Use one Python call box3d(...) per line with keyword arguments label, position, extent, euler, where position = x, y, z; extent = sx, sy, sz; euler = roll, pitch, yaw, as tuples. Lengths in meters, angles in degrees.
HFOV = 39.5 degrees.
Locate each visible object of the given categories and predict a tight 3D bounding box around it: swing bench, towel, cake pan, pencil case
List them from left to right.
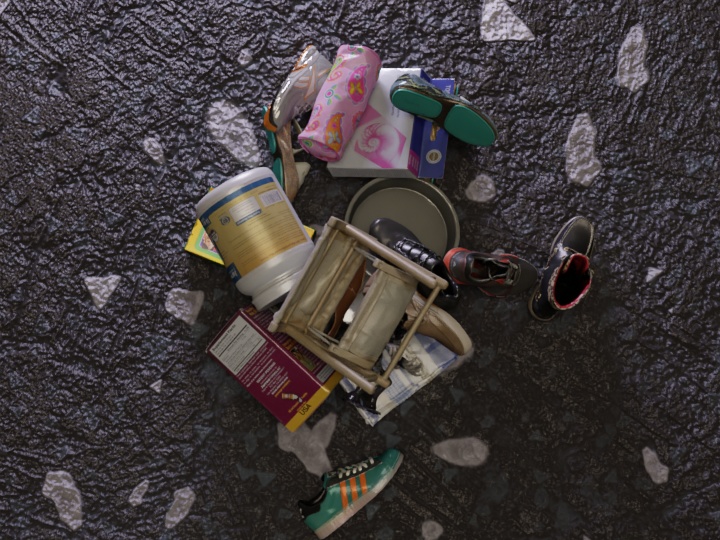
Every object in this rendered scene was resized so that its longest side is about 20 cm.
box3d(label="pencil case", position=(-0.034, -0.285, 1.694), extent=(0.087, 0.087, 0.201), euler=(23, 77, 0))
box3d(label="swing bench", position=(-0.004, 0.052, 1.552), extent=(0.200, 0.130, 0.199), euler=(32, 95, 12))
box3d(label="towel", position=(0.052, 0.154, 1.741), extent=(0.200, 0.024, 0.147), euler=(-36, 85, -8))
box3d(label="cake pan", position=(0.069, -0.065, 1.717), extent=(0.199, 0.037, 0.201), euler=(2, 76, -7))

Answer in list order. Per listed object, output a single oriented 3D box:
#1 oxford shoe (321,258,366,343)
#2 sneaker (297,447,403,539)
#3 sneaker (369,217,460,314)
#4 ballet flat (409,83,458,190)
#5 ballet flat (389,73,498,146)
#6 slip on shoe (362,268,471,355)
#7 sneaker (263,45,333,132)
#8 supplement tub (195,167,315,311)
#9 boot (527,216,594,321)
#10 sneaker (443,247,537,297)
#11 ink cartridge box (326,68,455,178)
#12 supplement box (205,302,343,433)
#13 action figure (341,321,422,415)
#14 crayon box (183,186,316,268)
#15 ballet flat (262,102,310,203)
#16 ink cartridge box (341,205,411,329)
box3d(label="oxford shoe", position=(-0.038, 0.034, 1.650), extent=(0.071, 0.071, 0.201), euler=(18, 95, 3))
box3d(label="sneaker", position=(-0.019, 0.359, 1.692), extent=(0.200, 0.071, 0.080), euler=(-41, 92, -5))
box3d(label="sneaker", position=(0.096, -0.016, 1.642), extent=(0.200, 0.091, 0.076), euler=(44, 74, 5))
box3d(label="ballet flat", position=(0.119, -0.242, 1.761), extent=(0.063, 0.069, 0.201), euler=(16, 83, -5))
box3d(label="ballet flat", position=(0.144, -0.277, 1.690), extent=(0.199, 0.074, 0.074), euler=(25, 83, -13))
box3d(label="slip on shoe", position=(0.091, 0.076, 1.632), extent=(0.200, 0.076, 0.061), euler=(43, 67, 2))
box3d(label="sneaker", position=(-0.093, -0.302, 1.729), extent=(0.092, 0.076, 0.200), euler=(33, 57, -7))
box3d(label="supplement tub", position=(-0.162, -0.050, 1.631), extent=(0.144, 0.145, 0.200), euler=(-29, 86, -5))
box3d(label="boot", position=(0.358, -0.008, 1.708), extent=(0.073, 0.151, 0.200), euler=(31, 83, 1))
box3d(label="sneaker", position=(0.236, 0.008, 1.704), extent=(0.199, 0.082, 0.077), euler=(6, 91, -33))
box3d(label="ink cartridge box", position=(0.053, -0.255, 1.727), extent=(0.199, 0.043, 0.197), euler=(2, 70, 16))
box3d(label="supplement box", position=(-0.137, 0.152, 1.666), extent=(0.200, 0.131, 0.103), euler=(43, 107, 3))
box3d(label="action figure", position=(0.050, 0.142, 1.675), extent=(0.102, 0.119, 0.201), euler=(19, 83, 41))
box3d(label="crayon box", position=(-0.190, -0.050, 1.732), extent=(0.199, 0.058, 0.119), euler=(22, 83, 0))
box3d(label="ballet flat", position=(-0.124, -0.199, 1.750), extent=(0.067, 0.068, 0.201), euler=(-7, 85, -19))
box3d(label="ink cartridge box", position=(0.000, 0.000, 1.738), extent=(0.109, 0.050, 0.200), euler=(26, 74, 0))
